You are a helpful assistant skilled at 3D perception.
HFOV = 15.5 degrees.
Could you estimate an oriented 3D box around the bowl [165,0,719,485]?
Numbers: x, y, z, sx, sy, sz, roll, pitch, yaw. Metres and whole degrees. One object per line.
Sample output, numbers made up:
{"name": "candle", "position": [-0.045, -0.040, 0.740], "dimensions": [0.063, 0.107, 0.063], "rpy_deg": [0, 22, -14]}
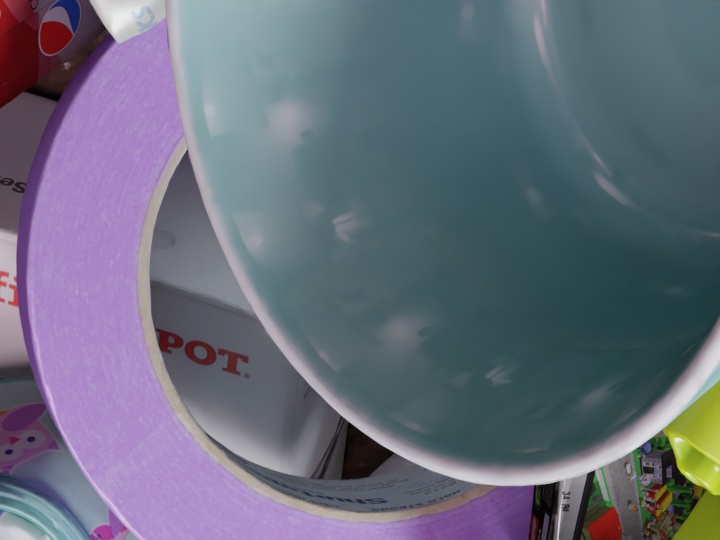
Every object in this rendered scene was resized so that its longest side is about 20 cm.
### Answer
{"name": "bowl", "position": [0.055, -0.061, 0.605], "dimensions": [0.200, 0.105, 0.202], "rpy_deg": [16, 112, 47]}

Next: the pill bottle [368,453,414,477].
{"name": "pill bottle", "position": [0.076, 0.147, 0.882], "dimensions": [0.116, 0.117, 0.200], "rpy_deg": [-34, 104, 36]}

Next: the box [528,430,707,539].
{"name": "box", "position": [0.112, -0.006, 0.734], "dimensions": [0.109, 0.035, 0.202], "rpy_deg": [6, 95, -6]}

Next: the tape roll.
{"name": "tape roll", "position": [0.000, 0.000, 0.774], "dimensions": [0.199, 0.066, 0.202], "rpy_deg": [0, 93, -10]}

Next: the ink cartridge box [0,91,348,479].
{"name": "ink cartridge box", "position": [-0.081, 0.054, 0.906], "dimensions": [0.145, 0.084, 0.201], "rpy_deg": [17, 127, 11]}

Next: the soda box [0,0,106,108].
{"name": "soda box", "position": [-0.172, -0.117, 0.800], "dimensions": [0.199, 0.070, 0.064], "rpy_deg": [26, 138, 27]}

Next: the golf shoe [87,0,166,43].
{"name": "golf shoe", "position": [-0.034, -0.099, 0.702], "dimensions": [0.199, 0.098, 0.078], "rpy_deg": [15, 168, 4]}

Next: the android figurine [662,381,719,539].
{"name": "android figurine", "position": [0.166, 0.063, 0.711], "dimensions": [0.182, 0.041, 0.200], "rpy_deg": [40, 86, -18]}

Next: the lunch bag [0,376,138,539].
{"name": "lunch bag", "position": [-0.118, 0.134, 0.871], "dimensions": [0.159, 0.077, 0.201], "rpy_deg": [-5, 121, 26]}
